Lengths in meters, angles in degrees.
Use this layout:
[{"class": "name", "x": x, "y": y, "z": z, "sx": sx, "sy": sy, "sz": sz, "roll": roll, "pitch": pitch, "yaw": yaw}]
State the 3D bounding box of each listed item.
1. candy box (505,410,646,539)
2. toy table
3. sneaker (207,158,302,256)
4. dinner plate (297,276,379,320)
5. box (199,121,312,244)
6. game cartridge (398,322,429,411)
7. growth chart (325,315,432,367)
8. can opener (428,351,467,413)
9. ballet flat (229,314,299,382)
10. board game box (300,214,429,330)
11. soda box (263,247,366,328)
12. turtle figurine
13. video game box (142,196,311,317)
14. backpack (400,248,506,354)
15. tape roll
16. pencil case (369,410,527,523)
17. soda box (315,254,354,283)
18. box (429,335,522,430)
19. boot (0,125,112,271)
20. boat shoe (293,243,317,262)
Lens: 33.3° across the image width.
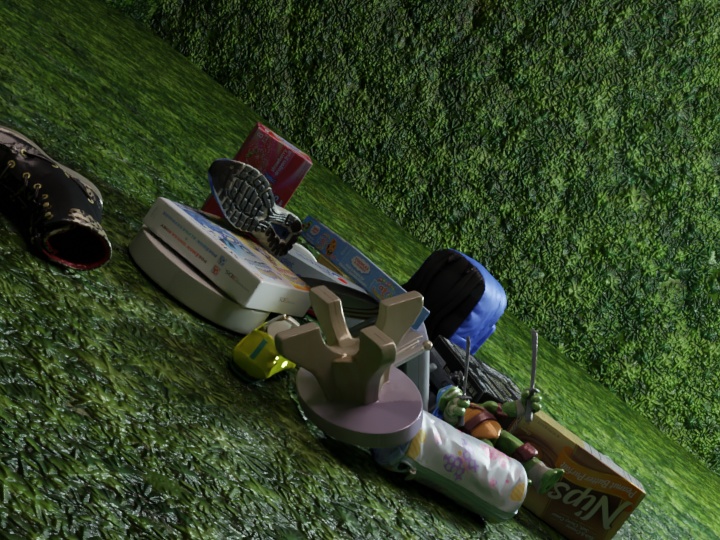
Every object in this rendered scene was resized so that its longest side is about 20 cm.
[{"class": "candy box", "x": 0.279, "y": 0.289, "z": 1.662, "sx": 0.199, "sy": 0.116, "sz": 0.055, "roll": 36, "pitch": 9, "yaw": 0}, {"class": "toy table", "x": -0.005, "y": 0.102, "z": 1.368, "sx": 0.183, "sy": 0.118, "sz": 0.199, "roll": -23, "pitch": 30, "yaw": -33}, {"class": "sneaker", "x": -0.160, "y": -0.091, "z": 1.637, "sx": 0.089, "sy": 0.079, "sz": 0.200, "roll": 30, "pitch": -13, "yaw": 33}, {"class": "dinner plate", "x": -0.047, "y": 0.038, "z": 1.742, "sx": 0.198, "sy": 0.024, "sz": 0.200, "roll": 13, "pitch": -10, "yaw": 2}, {"class": "box", "x": -0.166, "y": -0.108, "z": 1.784, "sx": 0.099, "sy": 0.201, "sz": 0.096, "roll": 33, "pitch": 6, "yaw": -11}, {"class": "game cartridge", "x": 0.069, "y": 0.128, "z": 1.686, "sx": 0.041, "sy": 0.134, "sz": 0.200, "roll": 3, "pitch": 14, "yaw": -5}, {"class": "growth chart", "x": 0.007, "y": 0.104, "z": 1.579, "sx": 0.018, "sy": 0.144, "sz": 0.200, "roll": 69, "pitch": -15, "yaw": -17}, {"class": "can opener", "x": 0.107, "y": 0.154, "z": 1.777, "sx": 0.200, "sy": 0.078, "sz": 0.064, "roll": -115, "pitch": -175, "yaw": -65}, {"class": "ballet flat", "x": -0.102, "y": 0.086, "z": 1.432, "sx": 0.067, "sy": 0.067, "sz": 0.200, "roll": 35, "pitch": 8, "yaw": 4}, {"class": "board game box", "x": 0.000, "y": 0.000, "z": 1.664, "sx": 0.151, "sy": 0.037, "sz": 0.200, "roll": 40, "pitch": 0, "yaw": -25}, {"class": "soda box", "x": -0.077, "y": 0.024, "z": 1.860, "sx": 0.199, "sy": 0.069, "sz": 0.063, "roll": 31, "pitch": 8, "yaw": -29}, {"class": "turtle figurine", "x": 0.184, "y": 0.193, "z": 1.568, "sx": 0.194, "sy": 0.200, "sz": 0.144, "roll": 53, "pitch": 11, "yaw": 29}, {"class": "video game box", "x": -0.164, "y": -0.014, "z": 1.558, "sx": 0.182, "sy": 0.047, "sz": 0.200, "roll": 41, "pitch": 8, "yaw": 18}, {"class": "backpack", "x": 0.148, "y": 0.070, "z": 2.051, "sx": 0.162, "sy": 0.201, "sz": 0.167, "roll": 40, "pitch": 10, "yaw": 34}, {"class": "tape roll", "x": -0.205, "y": 0.009, "z": 1.542, "sx": 0.202, "sy": 0.037, "sz": 0.203, "roll": 34, "pitch": 8, "yaw": -5}, {"class": "pencil case", "x": 0.107, "y": 0.229, "z": 1.426, "sx": 0.199, "sy": 0.083, "sz": 0.091, "roll": 31, "pitch": 16, "yaw": -30}, {"class": "soda box", "x": -0.015, "y": 0.036, "z": 2.040, "sx": 0.064, "sy": 0.068, "sz": 0.200, "roll": 42, "pitch": 10, "yaw": 32}, {"class": "box", "x": 0.187, "y": 0.207, "z": 1.842, "sx": 0.163, "sy": 0.086, "sz": 0.200, "roll": 31, "pitch": 10, "yaw": -26}, {"class": "boot", "x": -0.363, "y": -0.083, "z": 1.315, "sx": 0.203, "sy": 0.074, "sz": 0.154, "roll": 29, "pitch": 14, "yaw": -31}, {"class": "boat shoe", "x": -0.154, "y": -0.034, "z": 1.909, "sx": 0.199, "sy": 0.072, "sz": 0.069, "roll": 21, "pitch": 14, "yaw": -26}]
